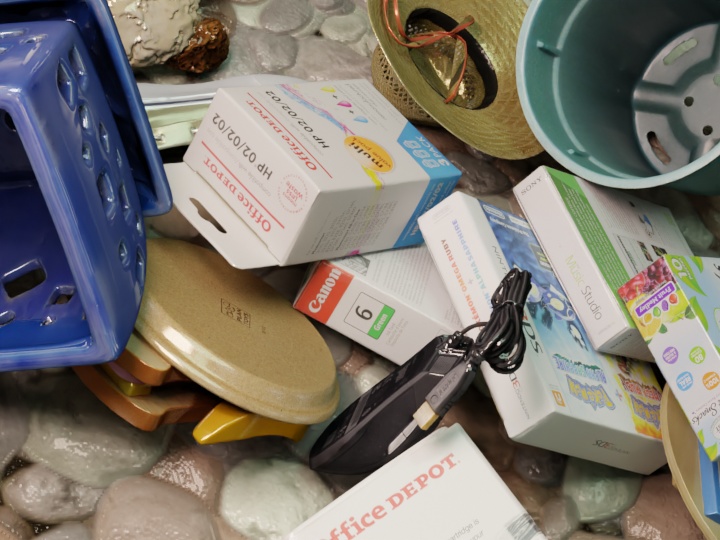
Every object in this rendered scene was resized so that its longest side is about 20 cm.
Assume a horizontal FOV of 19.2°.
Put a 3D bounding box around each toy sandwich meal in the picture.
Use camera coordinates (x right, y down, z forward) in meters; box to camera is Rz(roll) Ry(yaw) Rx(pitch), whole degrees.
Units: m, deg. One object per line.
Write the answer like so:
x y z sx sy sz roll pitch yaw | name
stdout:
-0.105 0.055 1.429 0.205 0.070 0.205 31 19 -12 | toy sandwich meal

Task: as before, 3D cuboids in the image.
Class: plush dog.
-0.163 -0.232 1.586 0.199 0.160 0.173 12 75 -19 | plush dog

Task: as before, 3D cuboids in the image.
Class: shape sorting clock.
0.290 0.154 1.560 0.199 0.039 0.201 25 43 -26 | shape sorting clock

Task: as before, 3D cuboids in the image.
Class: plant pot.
-0.236 -0.066 1.338 0.199 0.201 0.180 -4 35 20 | plant pot
0.248 -0.146 1.659 0.201 0.200 0.196 59 17 21 | plant pot

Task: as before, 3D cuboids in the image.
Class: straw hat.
0.058 -0.156 1.662 0.200 0.085 0.202 24 50 -32 | straw hat

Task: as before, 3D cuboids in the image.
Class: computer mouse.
0.044 0.090 1.392 0.046 0.200 0.141 46 17 -9 | computer mouse

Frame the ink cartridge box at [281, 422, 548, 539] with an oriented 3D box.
0.059 0.222 1.352 0.145 0.084 0.200 -33 73 -17 | ink cartridge box

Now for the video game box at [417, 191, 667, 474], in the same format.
0.139 0.047 1.524 0.200 0.047 0.183 18 45 -53 | video game box

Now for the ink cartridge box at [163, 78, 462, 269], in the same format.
-0.038 -0.069 1.471 0.115 0.068 0.199 45 32 26 | ink cartridge box

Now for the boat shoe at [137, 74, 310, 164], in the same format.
-0.112 -0.099 1.556 0.199 0.072 0.062 -4 68 -17 | boat shoe

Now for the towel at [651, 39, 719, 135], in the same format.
0.294 -0.193 1.849 0.132 0.035 0.201 9 54 -20 | towel

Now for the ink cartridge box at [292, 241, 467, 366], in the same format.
0.000 0.000 1.524 0.199 0.050 0.109 28 29 -5 | ink cartridge box

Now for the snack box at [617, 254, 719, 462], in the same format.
0.284 0.062 1.542 0.199 0.053 0.143 3 53 -52 | snack box

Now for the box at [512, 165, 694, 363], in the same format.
0.205 0.003 1.599 0.200 0.036 0.145 15 44 -54 | box
